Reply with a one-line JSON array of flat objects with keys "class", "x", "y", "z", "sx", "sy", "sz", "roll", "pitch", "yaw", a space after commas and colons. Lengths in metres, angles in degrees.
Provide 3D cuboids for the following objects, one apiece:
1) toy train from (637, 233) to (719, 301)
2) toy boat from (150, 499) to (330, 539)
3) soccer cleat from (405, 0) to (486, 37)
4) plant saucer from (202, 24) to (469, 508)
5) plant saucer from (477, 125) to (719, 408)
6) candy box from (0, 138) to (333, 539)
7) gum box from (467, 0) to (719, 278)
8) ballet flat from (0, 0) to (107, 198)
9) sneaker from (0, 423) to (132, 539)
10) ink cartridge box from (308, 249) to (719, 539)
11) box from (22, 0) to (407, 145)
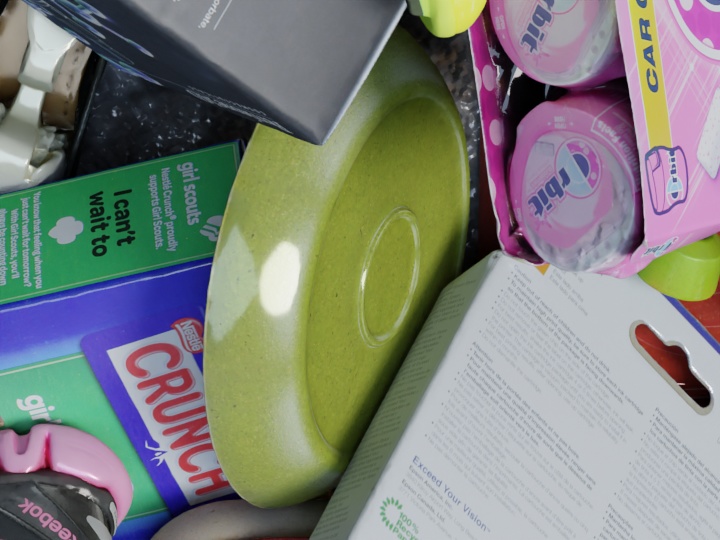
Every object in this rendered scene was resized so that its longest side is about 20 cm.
[{"class": "toy train", "x": 0.141, "y": -0.039, "z": 0.859, "sx": 0.198, "sy": 0.085, "sz": 0.116, "roll": 19, "pitch": 124, "yaw": -6}, {"class": "toy boat", "x": -0.040, "y": 0.192, "z": 0.900, "sx": 0.129, "sy": 0.132, "sz": 0.201, "roll": 2, "pitch": 145, "yaw": -17}, {"class": "soccer cleat", "x": 0.033, "y": -0.171, "z": 0.657, "sx": 0.083, "sy": 0.065, "sz": 0.202, "roll": -13, "pitch": 115, "yaw": -13}, {"class": "plant saucer", "x": 0.000, "y": 0.000, "z": 0.833, "sx": 0.031, "sy": 0.200, "sz": 0.202, "roll": 14, "pitch": 111, "yaw": 23}, {"class": "plant saucer", "x": 0.151, "y": -0.017, "z": 0.920, "sx": 0.197, "sy": 0.037, "sz": 0.202, "roll": -1, "pitch": 110, "yaw": -4}, {"class": "candy box", "x": -0.122, "y": 0.048, "z": 0.870, "sx": 0.198, "sy": 0.077, "sz": 0.170, "roll": -14, "pitch": 135, "yaw": 0}, {"class": "gum box", "x": 0.093, "y": -0.102, "z": 0.737, "sx": 0.066, "sy": 0.113, "sz": 0.202, "roll": -5, "pitch": 96, "yaw": 41}, {"class": "ballet flat", "x": -0.139, "y": -0.076, "z": 0.858, "sx": 0.067, "sy": 0.068, "sz": 0.202, "roll": 17, "pitch": 108, "yaw": -9}, {"class": "sneaker", "x": -0.186, "y": 0.118, "z": 0.806, "sx": 0.198, "sy": 0.096, "sz": 0.079, "roll": -8, "pitch": 139, "yaw": 0}, {"class": "ink cartridge box", "x": 0.092, "y": 0.098, "z": 0.871, "sx": 0.200, "sy": 0.040, "sz": 0.201, "roll": 45, "pitch": 56, "yaw": -19}, {"class": "box", "x": -0.091, "y": -0.148, "z": 0.720, "sx": 0.199, "sy": 0.148, "sz": 0.108, "roll": 34, "pitch": 84, "yaw": -38}]
